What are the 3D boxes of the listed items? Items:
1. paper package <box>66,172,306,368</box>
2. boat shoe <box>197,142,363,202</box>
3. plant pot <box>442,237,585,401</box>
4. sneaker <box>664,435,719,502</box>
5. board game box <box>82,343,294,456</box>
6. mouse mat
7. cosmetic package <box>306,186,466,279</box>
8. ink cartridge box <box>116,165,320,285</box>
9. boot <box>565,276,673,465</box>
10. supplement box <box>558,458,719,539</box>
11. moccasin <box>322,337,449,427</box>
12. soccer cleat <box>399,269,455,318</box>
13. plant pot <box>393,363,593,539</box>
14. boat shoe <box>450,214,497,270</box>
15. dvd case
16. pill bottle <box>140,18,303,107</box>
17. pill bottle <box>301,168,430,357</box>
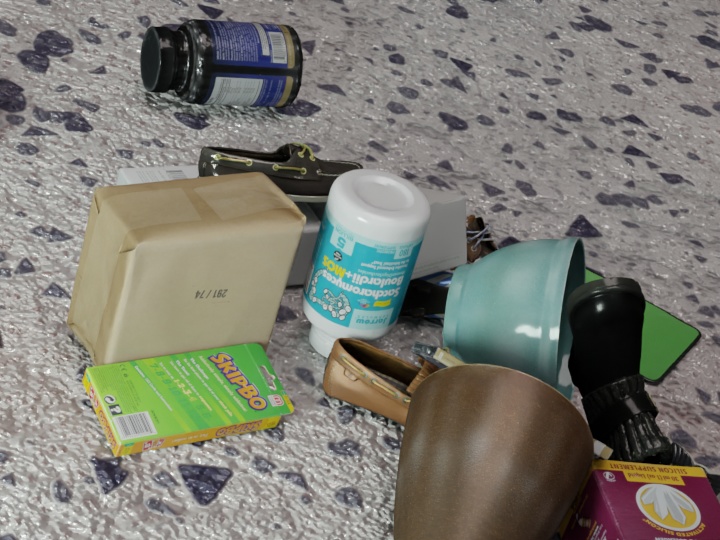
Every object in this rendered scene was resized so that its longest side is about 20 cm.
[{"bbox_3d":[-0.180,0.007,1.684,0.199,0.191,0.104,-8,41,-34],"label":"paper package"},{"bbox_3d":[-0.085,-0.112,1.848,0.200,0.061,0.072,-4,20,-21],"label":"boat shoe"},{"bbox_3d":[0.165,0.059,1.789,0.133,0.201,0.200,5,30,15],"label":"plant pot"},{"bbox_3d":[0.343,0.234,1.718,0.200,0.078,0.080,30,-5,35],"label":"sneaker"},{"bbox_3d":[-0.170,0.126,1.649,0.199,0.030,0.096,-9,53,-31],"label":"board game box"},{"bbox_3d":[0.305,0.059,2.006,0.199,0.008,0.161,29,34,20],"label":"mouse mat"},{"bbox_3d":[0.018,-0.053,1.901,0.107,0.085,0.199,-14,21,-39],"label":"cosmetic package"},{"bbox_3d":[-0.166,-0.050,1.875,0.199,0.084,0.145,-4,37,-30],"label":"ink cartridge box"},{"bbox_3d":[0.263,0.118,1.657,0.079,0.212,0.159,-11,55,0],"label":"boot"},{"bbox_3d":[0.285,0.285,1.570,0.130,0.104,0.200,7,34,-18],"label":"supplement box"},{"bbox_3d":[0.062,0.121,1.732,0.200,0.078,0.074,22,31,8],"label":"moccasin"},{"bbox_3d":[0.115,0.025,1.910,0.199,0.070,0.086,13,28,-9],"label":"soccer cleat"},{"bbox_3d":[0.106,0.223,1.532,0.186,0.187,0.200,20,47,5],"label":"plant pot"},{"bbox_3d":[0.124,-0.029,1.991,0.200,0.073,0.072,33,36,24],"label":"boat shoe"},{"bbox_3d":[0.147,0.129,1.644,0.199,0.016,0.149,30,-4,-6],"label":"dvd case"},{"bbox_3d":[-0.185,-0.275,2.180,0.199,0.112,0.112,0,36,-26],"label":"pill bottle"},{"bbox_3d":[0.000,0.000,1.772,0.110,0.201,0.111,11,33,-7],"label":"pill bottle"}]
